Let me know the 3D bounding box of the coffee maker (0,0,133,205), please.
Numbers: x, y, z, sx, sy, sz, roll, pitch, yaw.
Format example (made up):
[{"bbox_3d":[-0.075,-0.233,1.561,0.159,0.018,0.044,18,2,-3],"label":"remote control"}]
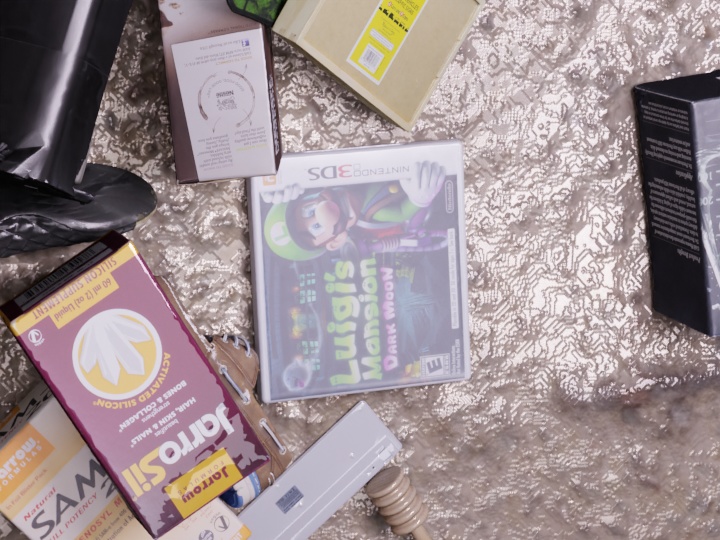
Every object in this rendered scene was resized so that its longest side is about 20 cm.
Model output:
[{"bbox_3d":[-0.232,-0.163,1.602,0.134,0.192,0.202,15,86,-8],"label":"coffee maker"}]

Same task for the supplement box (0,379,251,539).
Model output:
[{"bbox_3d":[-0.200,0.180,1.745,0.126,0.073,0.200,-46,108,-6],"label":"supplement box"}]

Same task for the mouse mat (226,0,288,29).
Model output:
[{"bbox_3d":[-0.041,-0.255,1.670,0.200,0.007,0.162,13,81,-61],"label":"mouse mat"}]

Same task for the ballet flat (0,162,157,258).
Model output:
[{"bbox_3d":[-0.255,-0.041,1.711,0.198,0.057,0.067,-10,66,-18],"label":"ballet flat"}]

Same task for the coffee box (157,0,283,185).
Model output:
[{"bbox_3d":[-0.108,-0.174,1.683,0.079,0.113,0.202,-5,101,1],"label":"coffee box"}]

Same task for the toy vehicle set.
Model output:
[{"bbox_3d":[0.018,-0.197,1.706,0.125,0.026,0.200,-59,148,-2],"label":"toy vehicle set"}]

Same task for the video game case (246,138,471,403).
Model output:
[{"bbox_3d":[0.000,0.000,1.801,0.180,0.023,0.202,-6,101,-15],"label":"video game case"}]

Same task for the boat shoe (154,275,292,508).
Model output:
[{"bbox_3d":[-0.120,0.085,1.762,0.072,0.072,0.201,-32,106,-26],"label":"boat shoe"}]

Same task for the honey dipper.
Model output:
[{"bbox_3d":[0.071,0.250,1.862,0.038,0.038,0.201,-37,111,-7],"label":"honey dipper"}]

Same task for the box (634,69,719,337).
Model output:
[{"bbox_3d":[0.346,-0.067,1.843,0.198,0.124,0.198,-11,104,-15],"label":"box"}]

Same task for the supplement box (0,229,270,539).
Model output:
[{"bbox_3d":[-0.169,0.085,1.656,0.110,0.086,0.201,-34,105,-9],"label":"supplement box"}]

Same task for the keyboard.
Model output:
[{"bbox_3d":[-0.054,0.194,1.827,0.200,0.011,0.056,-43,103,-6],"label":"keyboard"}]
